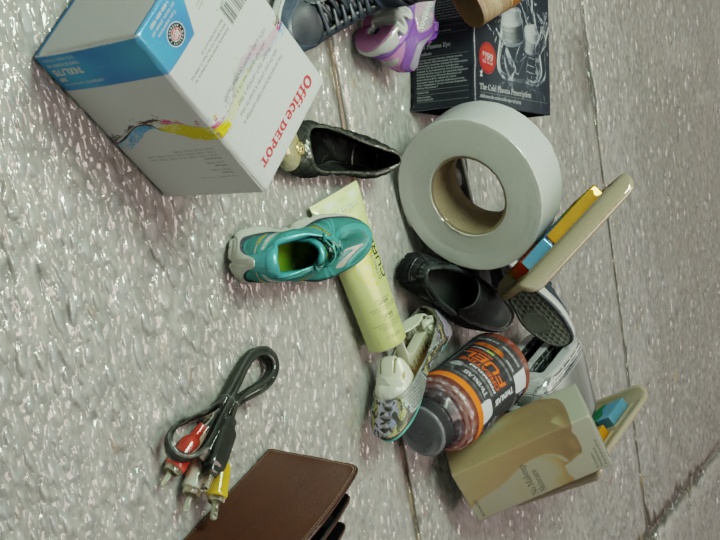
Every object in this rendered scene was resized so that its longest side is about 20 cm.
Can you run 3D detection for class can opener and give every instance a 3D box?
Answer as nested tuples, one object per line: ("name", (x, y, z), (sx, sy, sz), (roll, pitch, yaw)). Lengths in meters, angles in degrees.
("can opener", (0.144, -0.072, 1.516), (0.067, 0.053, 0.202), (-36, 119, -44))

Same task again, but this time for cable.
("cable", (-0.152, 0.153, 1.169), (0.097, 0.050, 0.201), (40, 46, -25))

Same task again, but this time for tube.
("tube", (0.000, 0.000, 1.339), (0.058, 0.051, 0.202), (-67, 140, -68))

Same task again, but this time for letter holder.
("letter holder", (-0.086, 0.291, 1.154), (0.200, 0.141, 0.101), (-44, 123, -42))

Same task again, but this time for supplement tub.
("supplement tub", (0.133, 0.166, 1.461), (0.200, 0.106, 0.108), (-32, 115, -47))

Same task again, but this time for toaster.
("toaster", (0.269, 0.177, 1.622), (0.200, 0.113, 0.130), (-38, 123, -45))

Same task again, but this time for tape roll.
("tape roll", (0.148, -0.105, 1.401), (0.071, 0.201, 0.204), (-41, 121, -48))

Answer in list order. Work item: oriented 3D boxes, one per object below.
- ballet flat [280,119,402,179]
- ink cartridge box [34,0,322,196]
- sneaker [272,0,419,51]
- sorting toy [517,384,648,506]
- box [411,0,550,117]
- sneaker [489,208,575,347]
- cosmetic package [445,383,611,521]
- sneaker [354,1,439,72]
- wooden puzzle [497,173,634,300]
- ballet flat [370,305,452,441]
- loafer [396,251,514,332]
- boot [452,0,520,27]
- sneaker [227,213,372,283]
("ballet flat", (-0.028, -0.140, 1.293), (0.199, 0.056, 0.067), (-4, 93, -52))
("ink cartridge box", (-0.163, -0.188, 1.049), (0.200, 0.145, 0.148), (50, 53, -39))
("sneaker", (0.000, -0.309, 1.247), (0.203, 0.145, 0.077), (-49, 128, -38))
("sorting toy", (0.318, 0.252, 1.650), (0.037, 0.185, 0.200), (50, 46, -7))
("box", (0.163, -0.300, 1.497), (0.199, 0.103, 0.184), (-4, 92, -52))
("sneaker", (0.257, -0.002, 1.606), (0.203, 0.077, 0.146), (49, 48, -11))
("cosmetic package", (0.223, 0.245, 1.502), (0.106, 0.199, 0.071), (57, 11, -32))
("sneaker", (0.066, -0.329, 1.392), (0.088, 0.080, 0.202), (39, 66, -38))
("wooden puzzle", (0.245, -0.042, 1.390), (0.037, 0.200, 0.185), (44, 86, 0))
("ballet flat", (0.053, 0.118, 1.392), (0.072, 0.071, 0.201), (61, 42, -32))
("loafer", (0.134, 0.035, 1.457), (0.200, 0.070, 0.069), (28, 85, -34))
("boot", (0.148, -0.415, 1.357), (0.155, 0.073, 0.201), (-43, 121, -28))
("sneaker", (-0.053, -0.017, 1.234), (0.199, 0.079, 0.078), (-15, 103, -46))
